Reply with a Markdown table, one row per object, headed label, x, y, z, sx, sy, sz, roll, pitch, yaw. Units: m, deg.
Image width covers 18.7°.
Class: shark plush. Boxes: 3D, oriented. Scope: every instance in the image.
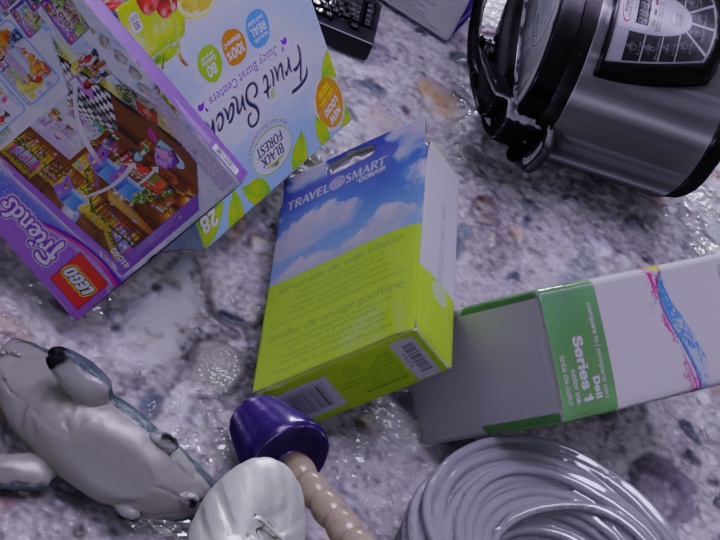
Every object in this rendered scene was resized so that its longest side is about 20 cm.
| label | x | y | z | sx | sy | sz | roll | pitch | yaw |
| --- | --- | --- | --- | --- | --- | --- | --- | --- | --- |
| shark plush | -0.124 | 0.098 | 1.265 | 0.199 | 0.091 | 0.083 | 20 | 11 | -3 |

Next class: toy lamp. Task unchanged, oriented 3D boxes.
| label | x | y | z | sx | sy | sz | roll | pitch | yaw |
| --- | --- | --- | --- | --- | --- | --- | --- | --- | --- |
| toy lamp | -0.016 | 0.140 | 1.260 | 0.058 | 0.058 | 0.200 | -5 | 33 | -33 |

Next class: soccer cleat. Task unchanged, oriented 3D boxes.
| label | x | y | z | sx | sy | sz | roll | pitch | yaw |
| --- | --- | --- | --- | --- | --- | --- | --- | --- | --- |
| soccer cleat | -0.072 | 0.178 | 1.170 | 0.069 | 0.078 | 0.200 | 34 | 53 | -8 |

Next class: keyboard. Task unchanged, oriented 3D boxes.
| label | x | y | z | sx | sy | sz | roll | pitch | yaw |
| --- | --- | --- | --- | --- | --- | --- | --- | --- | --- |
| keyboard | -0.082 | -0.209 | 1.638 | 0.199 | 0.021 | 0.127 | 21 | 41 | -7 |

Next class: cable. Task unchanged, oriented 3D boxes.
| label | x | y | z | sx | sy | sz | roll | pitch | yaw |
| --- | --- | --- | --- | --- | --- | --- | --- | --- | --- |
| cable | 0.113 | 0.192 | 1.297 | 0.200 | 0.069 | 0.200 | 28 | 40 | 1 |

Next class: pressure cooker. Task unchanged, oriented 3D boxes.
| label | x | y | z | sx | sy | sz | roll | pitch | yaw |
| --- | --- | --- | --- | --- | --- | --- | --- | --- | --- |
| pressure cooker | 0.174 | -0.156 | 1.614 | 0.199 | 0.179 | 0.176 | 18 | 22 | -12 |

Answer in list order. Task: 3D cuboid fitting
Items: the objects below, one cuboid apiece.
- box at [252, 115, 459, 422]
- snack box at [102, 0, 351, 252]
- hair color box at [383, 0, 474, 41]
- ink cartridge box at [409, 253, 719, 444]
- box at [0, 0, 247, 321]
| label | x | y | z | sx | sy | sz | roll | pitch | yaw |
| --- | --- | --- | --- | --- | --- | --- | --- | --- | --- |
| box | 0.000 | 0.000 | 1.392 | 0.048 | 0.122 | 0.200 | 50 | 30 | -33 |
| snack box | -0.101 | -0.130 | 1.438 | 0.068 | 0.169 | 0.200 | -3 | 25 | 35 |
| hair color box | 0.071 | -0.289 | 1.667 | 0.109 | 0.200 | 0.065 | 33 | 41 | 6 |
| ink cartridge box | 0.150 | 0.048 | 1.395 | 0.200 | 0.145 | 0.084 | -10 | 87 | -36 |
| box | -0.184 | -0.089 | 1.320 | 0.200 | 0.137 | 0.039 | 50 | 12 | -7 |
